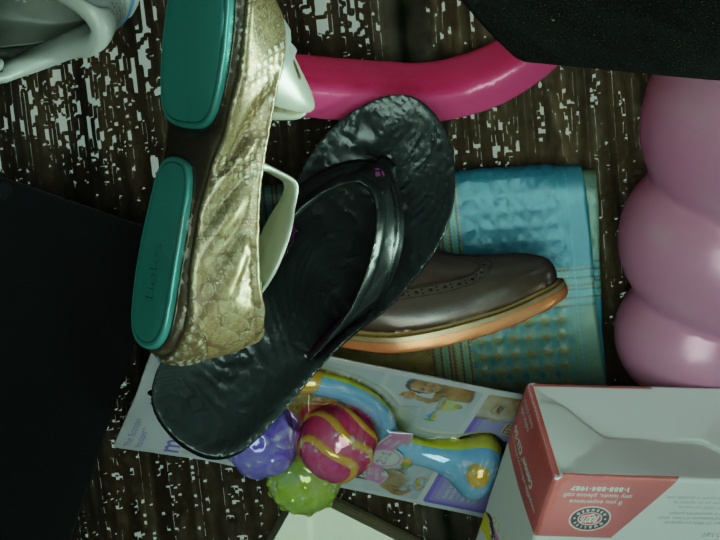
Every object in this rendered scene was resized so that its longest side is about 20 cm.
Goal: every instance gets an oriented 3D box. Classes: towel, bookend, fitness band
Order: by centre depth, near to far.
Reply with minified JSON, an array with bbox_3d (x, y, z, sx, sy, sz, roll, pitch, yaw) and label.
[{"bbox_3d":[0.017,-0.128,1.125,0.200,0.037,0.144,3,135,-27],"label":"fitness band"},{"bbox_3d":[-0.180,0.095,1.182,0.092,0.199,0.200,19,58,-7],"label":"bookend"},{"bbox_3d":[0.024,0.022,1.222,0.199,0.022,0.147,-3,103,1],"label":"towel"}]

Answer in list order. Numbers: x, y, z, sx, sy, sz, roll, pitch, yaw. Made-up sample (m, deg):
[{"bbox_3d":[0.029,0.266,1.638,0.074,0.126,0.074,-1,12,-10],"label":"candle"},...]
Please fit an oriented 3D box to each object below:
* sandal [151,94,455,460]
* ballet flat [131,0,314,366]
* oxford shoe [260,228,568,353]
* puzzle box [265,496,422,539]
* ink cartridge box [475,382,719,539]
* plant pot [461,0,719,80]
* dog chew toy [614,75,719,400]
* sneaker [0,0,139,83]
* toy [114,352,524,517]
[{"bbox_3d":[-0.019,0.002,1.117,0.075,0.048,0.201,35,75,1],"label":"sandal"},{"bbox_3d":[-0.057,-0.057,1.069,0.065,0.070,0.200,4,102,-32],"label":"ballet flat"},{"bbox_3d":[0.000,0.000,1.171,0.199,0.071,0.073,-4,99,2],"label":"oxford shoe"},{"bbox_3d":[0.024,0.211,1.264,0.200,0.025,0.133,28,100,-8],"label":"puzzle box"},{"bbox_3d":[0.118,0.149,1.189,0.116,0.068,0.200,3,130,-15],"label":"ink cartridge box"},{"bbox_3d":[0.128,-0.190,1.003,0.200,0.200,0.178,7,140,27],"label":"plant pot"},{"bbox_3d":[0.181,-0.023,1.170,0.124,0.125,0.200,16,111,-6],"label":"dog chew toy"},{"bbox_3d":[-0.204,-0.119,1.137,0.200,0.087,0.075,-9,120,6],"label":"sneaker"},{"bbox_3d":[-0.012,0.089,1.181,0.200,0.047,0.115,9,142,-14],"label":"toy"}]
